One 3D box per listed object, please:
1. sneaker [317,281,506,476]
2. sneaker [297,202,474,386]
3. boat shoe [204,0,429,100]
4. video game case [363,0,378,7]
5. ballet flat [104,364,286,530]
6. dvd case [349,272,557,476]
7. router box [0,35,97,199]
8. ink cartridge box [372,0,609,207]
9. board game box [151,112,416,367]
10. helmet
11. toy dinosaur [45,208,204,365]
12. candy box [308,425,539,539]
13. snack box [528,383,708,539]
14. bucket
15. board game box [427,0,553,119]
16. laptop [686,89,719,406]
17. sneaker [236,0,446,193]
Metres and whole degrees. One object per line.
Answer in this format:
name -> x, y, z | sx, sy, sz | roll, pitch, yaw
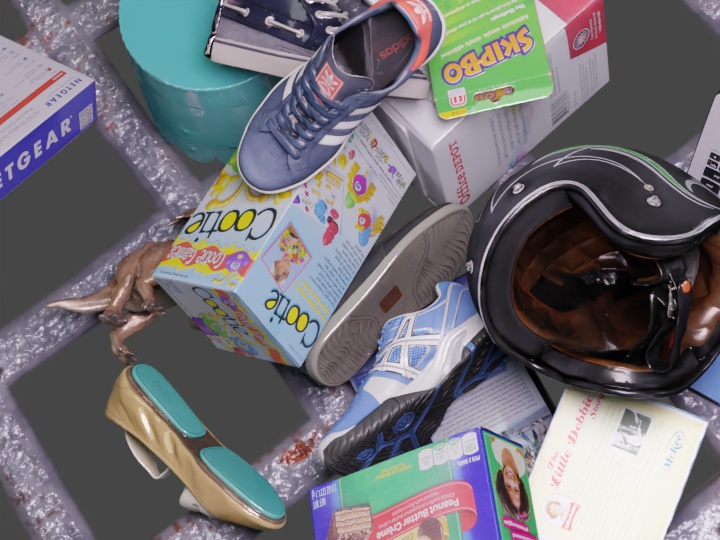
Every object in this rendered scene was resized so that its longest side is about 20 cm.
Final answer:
sneaker -> 0.037, 0.089, 1.311 | 0.200, 0.076, 0.077 | -40, 59, -19
sneaker -> 0.000, 0.000, 1.363 | 0.200, 0.075, 0.106 | -42, 44, -18
boat shoe -> -0.032, -0.197, 1.291 | 0.199, 0.075, 0.093 | 15, 98, 21
video game case -> 0.036, -0.347, 1.478 | 0.182, 0.024, 0.200 | -44, 97, -2
ballet flat -> -0.140, 0.161, 1.341 | 0.200, 0.069, 0.063 | 44, 108, 26
dvd case -> 0.080, 0.111, 1.337 | 0.142, 0.018, 0.201 | -27, 64, -2
router box -> -0.371, -0.139, 1.465 | 0.179, 0.049, 0.200 | 26, 48, 19
ink cartridge box -> 0.094, -0.177, 1.389 | 0.200, 0.145, 0.145 | -42, 66, -9
board game box -> -0.060, -0.038, 1.316 | 0.103, 0.105, 0.201 | 9, 58, 42
helmet -> 0.184, -0.005, 1.241 | 0.190, 0.200, 0.201 | 23, 72, 35
toy dinosaur -> -0.171, -0.001, 1.401 | 0.199, 0.086, 0.136 | -14, 52, 23
candy box -> 0.055, 0.243, 1.219 | 0.168, 0.077, 0.201 | -24, 62, 29
snack box -> 0.183, 0.190, 1.259 | 0.116, 0.037, 0.201 | 21, 79, 14
bucket -> -0.115, -0.208, 1.446 | 0.206, 0.135, 0.209 | -3, 67, 7
board game box -> 0.094, -0.213, 1.309 | 0.095, 0.030, 0.201 | -12, 62, 6
laptop -> 0.320, -0.004, 1.294 | 0.187, 0.201, 0.116 | 29, 41, 20
sneaker -> -0.024, -0.135, 1.204 | 0.200, 0.084, 0.075 | -45, 86, 13
